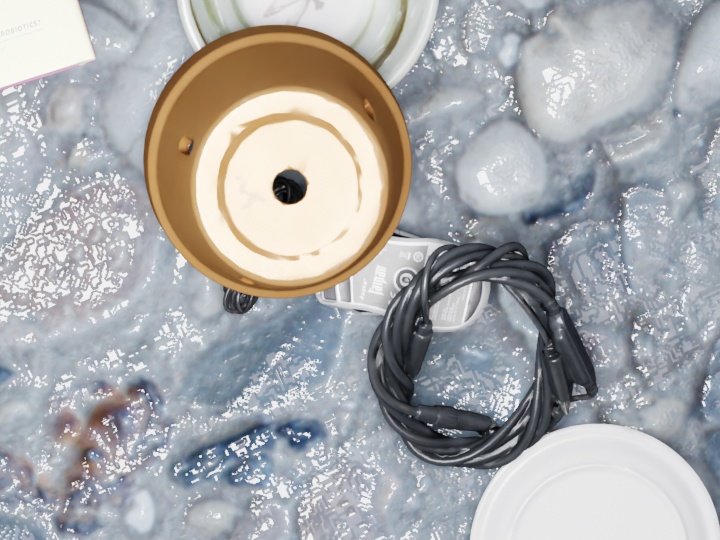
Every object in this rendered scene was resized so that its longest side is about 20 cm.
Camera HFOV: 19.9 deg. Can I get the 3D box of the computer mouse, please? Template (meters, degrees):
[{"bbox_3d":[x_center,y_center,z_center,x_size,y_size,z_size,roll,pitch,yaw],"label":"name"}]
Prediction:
[{"bbox_3d":[0.000,0.000,1.571,0.199,0.044,0.110,14,95,-7],"label":"computer mouse"}]

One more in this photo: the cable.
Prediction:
[{"bbox_3d":[0.083,0.062,1.554,0.162,0.051,0.201,-25,125,8],"label":"cable"}]

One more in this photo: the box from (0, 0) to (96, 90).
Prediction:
[{"bbox_3d":[-0.303,-0.221,1.473,0.175,0.097,0.201,-19,99,-6],"label":"box"}]

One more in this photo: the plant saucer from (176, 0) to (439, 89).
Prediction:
[{"bbox_3d":[-0.041,-0.215,1.538,0.199,0.050,0.202,-1,96,-10],"label":"plant saucer"}]

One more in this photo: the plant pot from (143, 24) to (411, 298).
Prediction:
[{"bbox_3d":[-0.054,-0.069,1.459,0.198,0.140,0.202,-1,101,-7],"label":"plant pot"}]

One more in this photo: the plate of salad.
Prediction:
[{"bbox_3d":[0.184,0.220,1.619,0.198,0.048,0.202,0,94,0],"label":"plate of salad"}]
